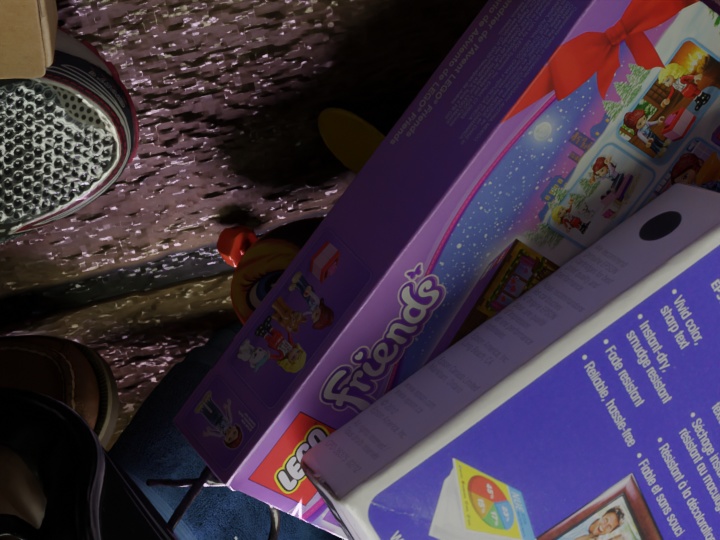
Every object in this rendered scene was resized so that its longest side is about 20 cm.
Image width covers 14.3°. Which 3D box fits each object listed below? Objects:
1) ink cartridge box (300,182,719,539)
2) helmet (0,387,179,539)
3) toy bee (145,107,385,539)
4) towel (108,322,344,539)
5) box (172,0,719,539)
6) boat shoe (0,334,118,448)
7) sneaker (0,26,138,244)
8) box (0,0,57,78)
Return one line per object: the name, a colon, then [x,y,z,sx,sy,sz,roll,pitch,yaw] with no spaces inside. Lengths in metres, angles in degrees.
ink cartridge box: [0.107,0.075,0.900,0.200,0.043,0.198,-34,123,-7]
helmet: [-0.117,0.152,0.855,0.200,0.200,0.191,-15,114,3]
toy bee: [0.000,0.000,0.956,0.200,0.109,0.131,-19,128,-20]
towel: [-0.076,0.123,1.045,0.049,0.200,0.112,16,148,44]
box: [0.053,0.001,0.889,0.137,0.039,0.200,30,101,-43]
boat shoe: [-0.184,0.069,1.007,0.200,0.072,0.068,-20,156,13]
sneaker: [-0.150,-0.018,0.782,0.200,0.075,0.081,-13,120,-28]
box: [-0.158,-0.101,0.672,0.163,0.021,0.200,1,156,-2]
